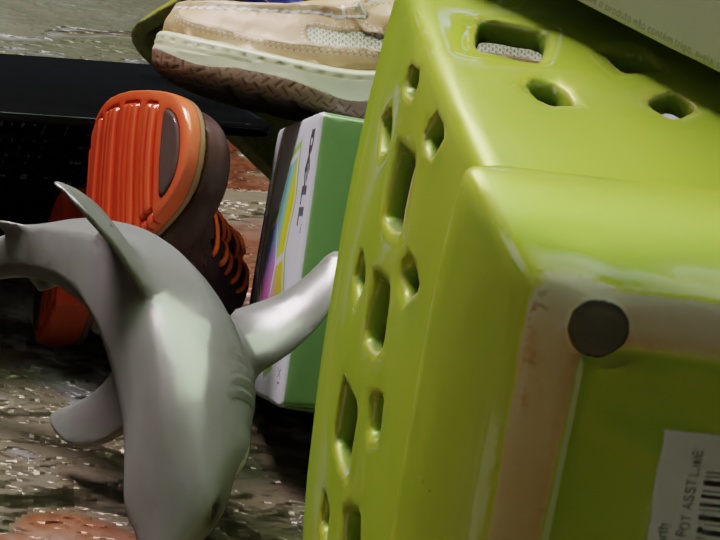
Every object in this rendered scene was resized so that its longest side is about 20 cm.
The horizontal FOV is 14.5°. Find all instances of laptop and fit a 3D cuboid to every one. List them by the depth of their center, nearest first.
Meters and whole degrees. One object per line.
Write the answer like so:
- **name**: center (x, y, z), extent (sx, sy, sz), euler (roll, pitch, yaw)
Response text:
- **laptop**: center (-0.155, -0.036, 1.166), extent (0.176, 0.200, 0.104), euler (3, 51, -24)

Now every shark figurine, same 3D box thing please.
- **shark figurine**: center (-0.098, 0.001, 0.955), extent (0.214, 0.128, 0.090), euler (27, -20, 43)

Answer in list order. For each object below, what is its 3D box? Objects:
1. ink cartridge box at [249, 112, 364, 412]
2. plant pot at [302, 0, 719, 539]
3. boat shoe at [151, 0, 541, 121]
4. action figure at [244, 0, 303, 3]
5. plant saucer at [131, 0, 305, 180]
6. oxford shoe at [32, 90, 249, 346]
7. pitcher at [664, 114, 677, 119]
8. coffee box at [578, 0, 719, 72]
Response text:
- **ink cartridge box**: center (0.000, 0.000, 1.019), extent (0.059, 0.104, 0.200), euler (8, 0, -8)
- **plant pot**: center (0.092, 0.044, 0.779), extent (0.198, 0.201, 0.182), euler (8, 20, -5)
- **boat shoe**: center (0.023, -0.088, 1.063), extent (0.199, 0.077, 0.072), euler (9, 0, 1)
- **action figure**: center (-0.011, -0.061, 1.154), extent (0.199, 0.099, 0.065), euler (27, -1, -9)
- **plant saucer**: center (0.037, -0.097, 1.225), extent (0.199, 0.200, 0.048), euler (-27, 37, 27)
- **oxford shoe**: center (-0.072, -0.018, 1.072), extent (0.072, 0.072, 0.200), euler (8, -16, -15)
- **pitcher**: center (0.202, -0.030, 0.982), extent (0.199, 0.122, 0.172), euler (13, 35, 19)
- **coffee box**: center (0.179, -0.154, 0.773), extent (0.200, 0.199, 0.199), euler (31, 29, 34)
